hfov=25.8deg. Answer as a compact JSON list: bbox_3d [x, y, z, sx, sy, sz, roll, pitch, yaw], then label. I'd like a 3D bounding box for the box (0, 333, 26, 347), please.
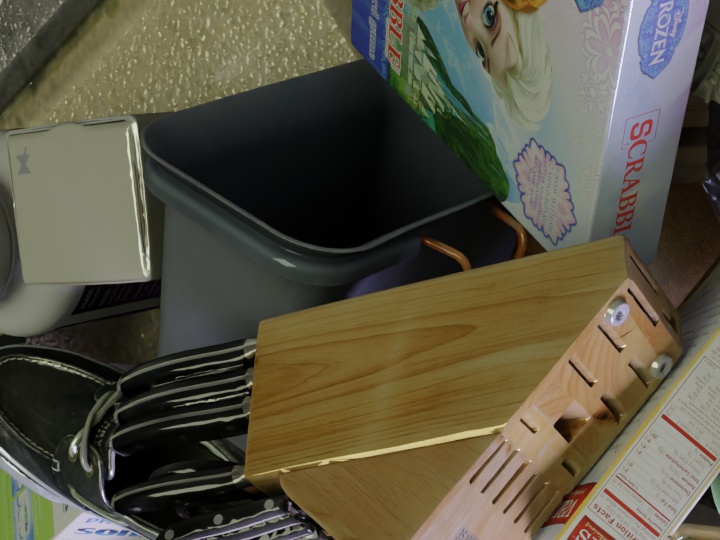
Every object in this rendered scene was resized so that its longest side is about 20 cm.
[{"bbox_3d":[-0.243,0.059,0.980,0.200,0.044,0.160,99,153,-44],"label":"box"}]

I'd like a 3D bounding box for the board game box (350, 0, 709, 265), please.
[{"bbox_3d":[0.062,-0.130,0.640,0.200,0.041,0.200,50,150,41],"label":"board game box"}]

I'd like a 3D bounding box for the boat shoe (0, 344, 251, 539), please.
[{"bbox_3d":[-0.103,0.083,0.726,0.200,0.072,0.071,25,157,14],"label":"boat shoe"}]

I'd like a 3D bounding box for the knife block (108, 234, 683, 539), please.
[{"bbox_3d":[0.000,0.045,0.614,0.200,0.064,0.175,-50,49,-4],"label":"knife block"}]

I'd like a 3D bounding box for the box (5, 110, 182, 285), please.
[{"bbox_3d":[-0.076,-0.044,0.814,0.095,0.200,0.078,-1,96,38],"label":"box"}]

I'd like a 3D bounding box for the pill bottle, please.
[{"bbox_3d":[-0.156,-0.027,0.879,0.112,0.200,0.113,7,102,36],"label":"pill bottle"}]

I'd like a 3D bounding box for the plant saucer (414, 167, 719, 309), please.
[{"bbox_3d":[0.090,0.010,0.800,0.200,0.035,0.201,7,101,37],"label":"plant saucer"}]

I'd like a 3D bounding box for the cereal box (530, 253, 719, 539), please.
[{"bbox_3d":[0.134,0.051,0.646,0.040,0.144,0.200,39,77,3],"label":"cereal box"}]

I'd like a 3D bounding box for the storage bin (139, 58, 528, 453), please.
[{"bbox_3d":[0.000,0.000,0.734,0.145,0.200,0.135,31,126,29],"label":"storage bin"}]

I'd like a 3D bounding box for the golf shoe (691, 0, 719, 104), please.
[{"bbox_3d":[0.204,-0.096,0.628,0.200,0.097,0.078,17,116,8],"label":"golf shoe"}]

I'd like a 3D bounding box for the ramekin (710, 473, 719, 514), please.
[{"bbox_3d":[0.243,0.100,0.600,0.200,0.200,0.098,46,114,23],"label":"ramekin"}]

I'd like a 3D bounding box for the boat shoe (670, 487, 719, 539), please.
[{"bbox_3d":[0.125,0.103,0.737,0.200,0.073,0.063,23,129,16],"label":"boat shoe"}]

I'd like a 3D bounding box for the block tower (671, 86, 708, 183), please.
[{"bbox_3d":[0.125,-0.125,0.676,0.058,0.054,0.200,-2,130,9],"label":"block tower"}]

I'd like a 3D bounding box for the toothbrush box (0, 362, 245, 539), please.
[{"bbox_3d":[-0.124,0.130,0.877,0.200,0.145,0.086,-43,48,48],"label":"toothbrush box"}]
